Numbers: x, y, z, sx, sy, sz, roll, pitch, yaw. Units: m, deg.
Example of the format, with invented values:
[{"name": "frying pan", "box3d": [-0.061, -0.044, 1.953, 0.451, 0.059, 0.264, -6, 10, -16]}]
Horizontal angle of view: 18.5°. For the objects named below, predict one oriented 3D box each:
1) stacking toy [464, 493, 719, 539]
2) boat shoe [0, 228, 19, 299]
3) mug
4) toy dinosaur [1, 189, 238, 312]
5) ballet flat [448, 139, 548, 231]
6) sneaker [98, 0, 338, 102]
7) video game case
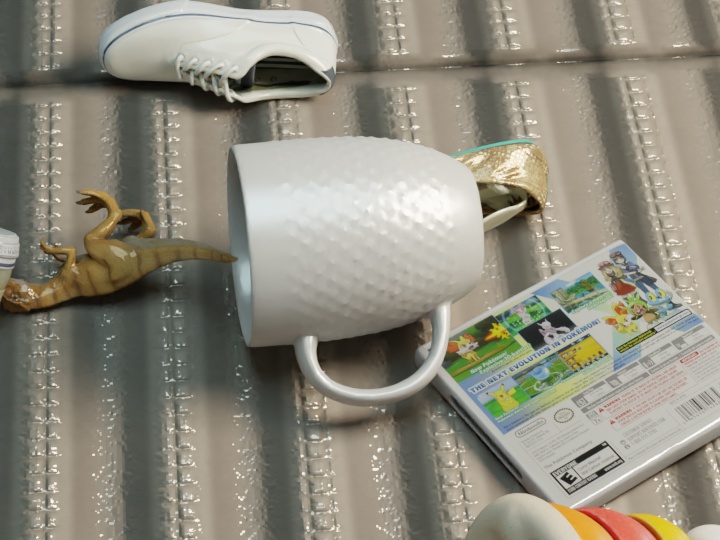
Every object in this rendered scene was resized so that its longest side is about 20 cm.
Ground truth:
[{"name": "stacking toy", "box3d": [0.177, 0.208, 1.466, 0.199, 0.147, 0.146, -7, 46, -34]}, {"name": "boat shoe", "box3d": [-0.348, -0.022, 1.672, 0.199, 0.072, 0.062, 17, 94, 29]}, {"name": "mug", "box3d": [0.000, 0.000, 1.610, 0.174, 0.148, 0.202, -5, 76, -8]}, {"name": "toy dinosaur", "box3d": [-0.176, -0.010, 1.671, 0.199, 0.061, 0.107, -15, 52, 13]}, {"name": "ballet flat", "box3d": [0.055, -0.054, 1.714, 0.199, 0.071, 0.066, -13, 64, -8]}, {"name": "sneaker", "box3d": [-0.115, -0.175, 1.809, 0.198, 0.073, 0.071, -4, 45, -5]}, {"name": "video game case", "box3d": [0.171, 0.079, 1.626, 0.199, 0.022, 0.182, -27, 54, -22]}]
